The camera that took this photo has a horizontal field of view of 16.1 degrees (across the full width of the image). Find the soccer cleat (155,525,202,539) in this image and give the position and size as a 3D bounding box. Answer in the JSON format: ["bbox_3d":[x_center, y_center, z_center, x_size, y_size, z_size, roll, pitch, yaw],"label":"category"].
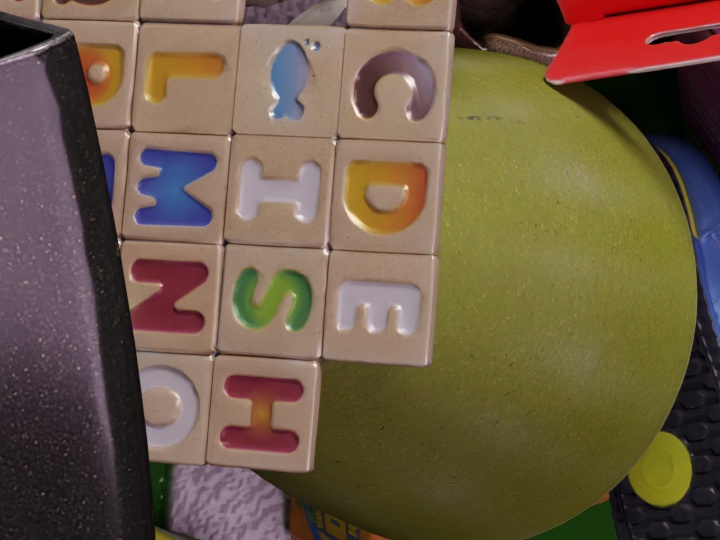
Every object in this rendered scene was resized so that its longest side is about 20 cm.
[{"bbox_3d":[-0.101,0.118,0.948,0.200,0.084,0.065,24,94,-41],"label":"soccer cleat"}]

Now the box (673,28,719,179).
[{"bbox_3d":[0.227,-0.083,1.027,0.176,0.097,0.200,-32,153,-4],"label":"box"}]

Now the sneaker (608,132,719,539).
[{"bbox_3d":[0.137,0.042,1.023,0.078,0.066,0.201,5,74,-55],"label":"sneaker"}]

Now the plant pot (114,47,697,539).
[{"bbox_3d":[0.000,0.000,0.861,0.187,0.187,0.200,-65,158,4],"label":"plant pot"}]

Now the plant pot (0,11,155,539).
[{"bbox_3d":[-0.152,0.047,0.673,0.200,0.199,0.178,-22,103,-12],"label":"plant pot"}]

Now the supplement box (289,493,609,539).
[{"bbox_3d":[0.066,0.067,1.066,0.200,0.069,0.067,-17,117,-29],"label":"supplement box"}]

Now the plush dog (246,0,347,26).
[{"bbox_3d":[-0.015,-0.188,0.827,0.200,0.161,0.172,-33,107,9],"label":"plush dog"}]

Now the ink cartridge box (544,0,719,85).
[{"bbox_3d":[0.132,-0.154,0.927,0.067,0.116,0.200,65,32,-30],"label":"ink cartridge box"}]

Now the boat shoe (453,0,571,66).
[{"bbox_3d":[0.054,-0.090,0.985,0.072,0.072,0.200,-29,124,-25],"label":"boat shoe"}]

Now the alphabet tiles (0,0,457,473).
[{"bbox_3d":[-0.054,-0.042,0.769,0.008,0.167,0.200,18,76,-73],"label":"alphabet tiles"}]
